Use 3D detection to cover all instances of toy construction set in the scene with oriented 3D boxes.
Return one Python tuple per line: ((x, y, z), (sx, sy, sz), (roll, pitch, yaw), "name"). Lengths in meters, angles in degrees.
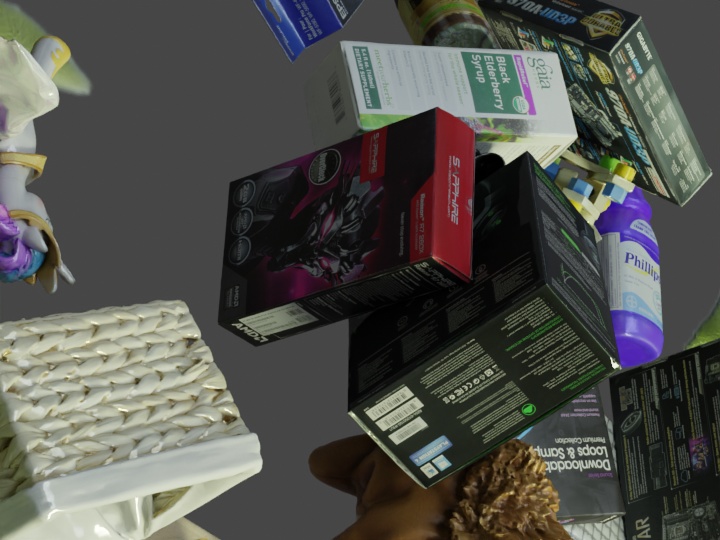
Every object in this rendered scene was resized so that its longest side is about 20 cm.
((0.174, -0.068, 1.852), (0.092, 0.131, 0.200), (-62, 169, -17), "toy construction set")

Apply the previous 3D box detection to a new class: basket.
((-0.180, 0.102, 1.269), (0.200, 0.135, 0.124), (-6, 69, -53), "basket")

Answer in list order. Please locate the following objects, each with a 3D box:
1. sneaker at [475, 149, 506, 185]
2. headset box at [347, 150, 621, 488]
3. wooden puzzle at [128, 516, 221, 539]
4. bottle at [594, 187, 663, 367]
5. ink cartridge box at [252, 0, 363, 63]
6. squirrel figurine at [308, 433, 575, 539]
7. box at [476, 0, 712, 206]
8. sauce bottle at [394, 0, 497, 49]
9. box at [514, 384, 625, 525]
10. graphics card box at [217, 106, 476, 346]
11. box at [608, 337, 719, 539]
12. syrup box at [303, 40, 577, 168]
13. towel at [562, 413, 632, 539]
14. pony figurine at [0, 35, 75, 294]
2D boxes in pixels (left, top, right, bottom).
((0.112, -0.043, 1.676), (0.076, 0.115, 0.200), (43, 37, 23), "sneaker")
((0.083, 0.029, 1.520), (0.093, 0.174, 0.200), (47, 20, -26), "headset box")
((-0.098, 0.261, 1.396), (0.200, 0.046, 0.186), (35, 48, -41), "wooden puzzle")
((0.247, -0.011, 1.999), (0.083, 0.065, 0.200), (31, 51, -43), "bottle")
((-0.032, -0.262, 1.749), (0.100, 0.039, 0.200), (58, 37, -21), "ink cartridge box")
((0.056, 0.210, 1.500), (0.142, 0.200, 0.187), (63, 22, -25), "squirrel figurine")
((0.199, -0.155, 1.783), (0.046, 0.159, 0.200), (-47, 134, -14), "box")
((0.063, -0.225, 1.783), (0.065, 0.065, 0.200), (46, 11, -33), "sauce bottle")
((0.134, 0.109, 1.702), (0.143, 0.036, 0.200), (0, 72, -35), "box")
((-0.011, -0.030, 1.521), (0.051, 0.200, 0.126), (32, 51, -43), "graphics card box")
((0.294, 0.162, 1.754), (0.043, 0.160, 0.200), (26, 51, -45), "box")
((0.064, -0.125, 1.655), (0.200, 0.081, 0.079), (0, 66, -27), "syrup box")
((0.202, 0.224, 1.810), (0.200, 0.085, 0.166), (45, 40, -32), "towel")
((-0.242, -0.099, 1.294), (0.193, 0.166, 0.200), (44, 26, -46), "pony figurine")
